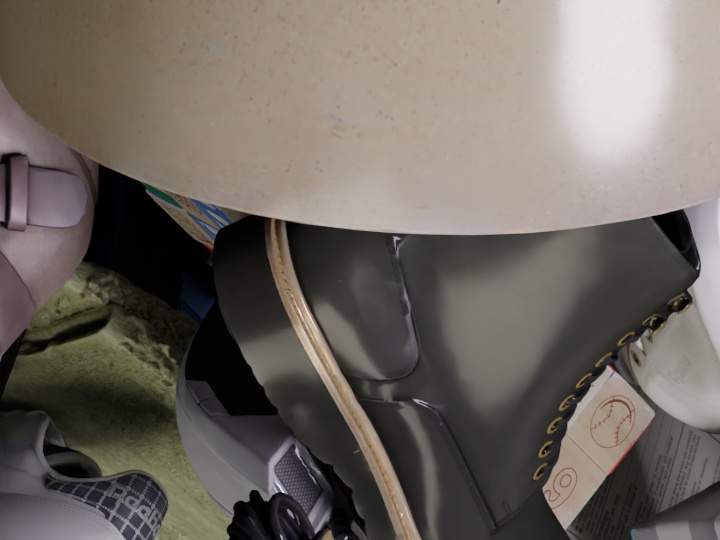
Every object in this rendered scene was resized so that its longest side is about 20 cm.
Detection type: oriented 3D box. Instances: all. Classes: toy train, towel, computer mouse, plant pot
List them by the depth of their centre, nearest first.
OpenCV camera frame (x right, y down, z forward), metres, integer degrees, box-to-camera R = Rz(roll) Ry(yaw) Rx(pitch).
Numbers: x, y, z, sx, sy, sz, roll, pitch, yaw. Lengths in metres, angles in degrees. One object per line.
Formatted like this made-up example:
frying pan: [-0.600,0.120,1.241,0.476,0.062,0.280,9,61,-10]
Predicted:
plant pot: [0.017,-0.114,0.583,0.200,0.200,0.135,11,121,19]
computer mouse: [-0.026,0.077,0.887,0.110,0.044,0.200,56,-176,-30]
towel: [-0.071,0.068,1.032,0.200,0.037,0.148,41,148,-26]
toy train: [-0.114,0.024,1.116,0.114,0.087,0.200,0,152,26]

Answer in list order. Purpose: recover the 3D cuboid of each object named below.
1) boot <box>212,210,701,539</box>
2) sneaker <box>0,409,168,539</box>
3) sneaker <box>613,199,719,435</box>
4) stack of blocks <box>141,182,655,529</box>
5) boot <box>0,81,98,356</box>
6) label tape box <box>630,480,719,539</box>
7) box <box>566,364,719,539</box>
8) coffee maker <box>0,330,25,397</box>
boot: [0.062,0.041,0.843,0.138,0.078,0.200,-23,130,18]
sneaker: [-0.145,0.087,1.016,0.200,0.081,0.076,22,161,49]
sneaker: [0.112,0.014,0.914,0.085,0.073,0.200,8,157,21]
stack of blocks: [0.000,0.000,0.941,0.200,0.059,0.115,45,169,-36]
boot: [-0.168,-0.063,0.853,0.200,0.146,0.070,28,148,-16]
label tape box: [0.189,0.135,0.900,0.200,0.066,0.143,-14,97,63]
box: [0.103,0.099,1.100,0.078,0.095,0.200,-1,149,44]
coffee maker: [-0.230,0.029,0.893,0.200,0.192,0.135,24,116,1]
